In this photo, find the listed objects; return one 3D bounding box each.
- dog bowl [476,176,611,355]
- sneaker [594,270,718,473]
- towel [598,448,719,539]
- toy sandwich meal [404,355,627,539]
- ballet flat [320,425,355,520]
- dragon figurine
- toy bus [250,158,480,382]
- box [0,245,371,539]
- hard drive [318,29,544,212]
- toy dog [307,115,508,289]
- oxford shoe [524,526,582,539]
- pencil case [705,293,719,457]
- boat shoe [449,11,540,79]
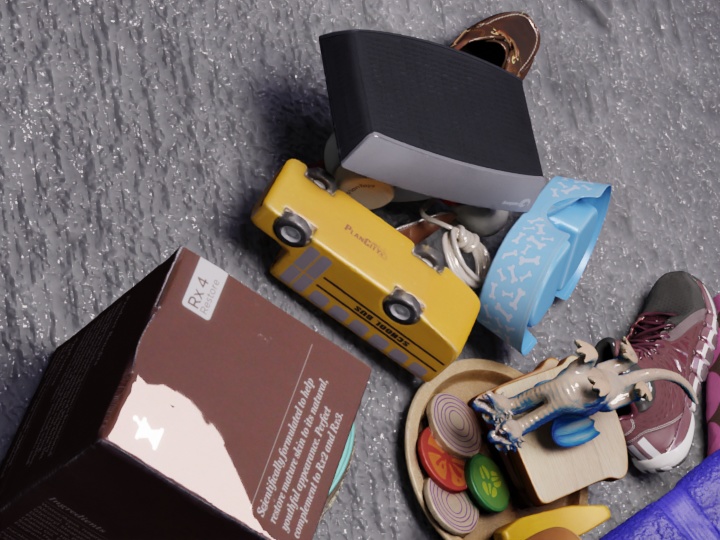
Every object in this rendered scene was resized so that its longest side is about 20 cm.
[{"bbox_3d":[0.154,-0.011,1.726,0.050,0.112,0.200,24,35,14],"label":"dog bowl"},{"bbox_3d":[0.248,0.066,1.768,0.116,0.076,0.200,38,49,-36],"label":"sneaker"},{"bbox_3d":[0.309,0.237,1.710,0.200,0.050,0.148,-35,91,-16],"label":"towel"},{"bbox_3d":[0.129,0.151,1.659,0.205,0.070,0.205,16,59,-29],"label":"toy sandwich meal"},{"bbox_3d":[-0.062,0.183,1.505,0.068,0.075,0.200,27,49,-4],"label":"ballet flat"},{"bbox_3d":[0.177,0.102,1.634,0.200,0.099,0.059,-1,61,-46],"label":"dragon figurine"},{"bbox_3d":[0.000,0.000,1.629,0.200,0.078,0.065,35,49,-9],"label":"toy bus"},{"bbox_3d":[-0.130,0.122,1.402,0.164,0.200,0.166,34,53,-18],"label":"box"},{"bbox_3d":[0.062,-0.124,1.644,0.200,0.042,0.135,12,57,-37],"label":"hard drive"},{"bbox_3d":[0.027,-0.068,1.701,0.200,0.096,0.132,46,42,-26],"label":"toy dog"},{"bbox_3d":[0.094,0.248,1.542,0.200,0.071,0.071,-33,44,-25],"label":"oxford shoe"},{"bbox_3d":[0.361,0.114,1.839,0.094,0.091,0.200,33,53,-36],"label":"pencil case"},{"bbox_3d":[0.107,-0.180,1.812,0.070,0.070,0.200,49,48,-3],"label":"boat shoe"}]
